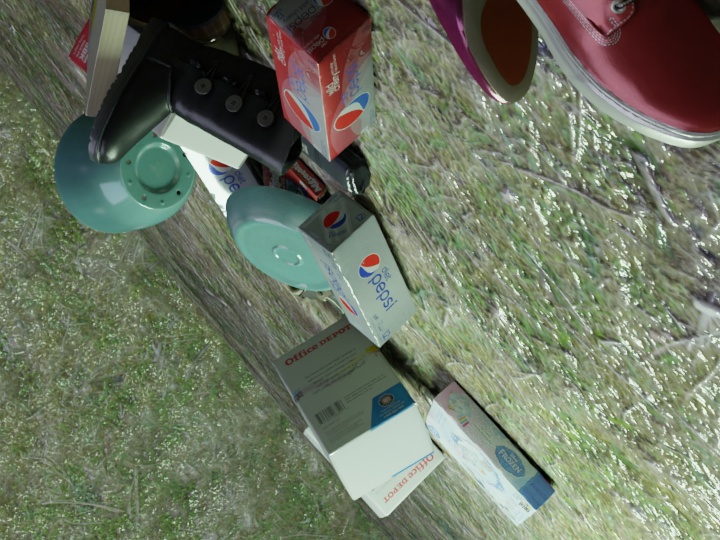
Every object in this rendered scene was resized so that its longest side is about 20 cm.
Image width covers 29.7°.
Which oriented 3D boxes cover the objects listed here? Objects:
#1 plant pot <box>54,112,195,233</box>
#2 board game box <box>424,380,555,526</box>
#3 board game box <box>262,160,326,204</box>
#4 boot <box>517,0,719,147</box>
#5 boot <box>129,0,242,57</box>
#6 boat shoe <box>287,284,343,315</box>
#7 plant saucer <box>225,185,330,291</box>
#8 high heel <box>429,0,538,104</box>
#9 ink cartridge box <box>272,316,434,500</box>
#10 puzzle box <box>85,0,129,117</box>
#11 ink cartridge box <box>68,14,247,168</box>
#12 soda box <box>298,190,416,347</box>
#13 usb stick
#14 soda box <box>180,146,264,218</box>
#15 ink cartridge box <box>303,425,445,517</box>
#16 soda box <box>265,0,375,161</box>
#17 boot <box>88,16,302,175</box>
[{"bbox_3d":[-0.344,-0.156,2.080,0.161,0.201,0.201,4,136,54],"label":"plant pot"},{"bbox_3d":[0.174,0.257,1.877,0.199,0.043,0.200,46,168,11],"label":"board game box"},{"bbox_3d":[-0.085,-0.103,1.723,0.103,0.019,0.200,48,168,10],"label":"board game box"},{"bbox_3d":[0.130,-0.159,0.681,0.200,0.072,0.144,49,167,13],"label":"boot"},{"bbox_3d":[-0.195,-0.259,1.492,0.200,0.075,0.097,32,157,48],"label":"boot"},{"bbox_3d":[-0.074,0.005,1.875,0.072,0.066,0.201,46,175,42],"label":"boat shoe"},{"bbox_3d":[-0.086,-0.030,1.712,0.199,0.036,0.200,19,151,11],"label":"plant saucer"},{"bbox_3d":[0.047,-0.197,0.847,0.096,0.067,0.201,15,131,52],"label":"high heel"},{"bbox_3d":[-0.010,0.199,2.011,0.200,0.147,0.145,56,173,39],"label":"ink cartridge box"},{"bbox_3d":[-0.267,-0.273,1.435,0.201,0.025,0.133,-100,23,-46],"label":"puzzle box"},{"bbox_3d":[-0.221,-0.215,1.578,0.200,0.083,0.147,40,-168,34],"label":"ink cartridge box"},{"bbox_3d":[0.000,0.000,1.592,0.063,0.068,0.200,37,164,37],"label":"soda box"},{"bbox_3d":[-0.062,-0.150,1.462,0.200,0.033,0.056,42,167,29],"label":"usb stick"},{"bbox_3d":[-0.179,-0.137,1.803,0.200,0.063,0.068,61,-176,-46],"label":"soda box"},{"bbox_3d":[0.022,0.291,2.274,0.200,0.148,0.086,46,169,6],"label":"ink cartridge box"},{"bbox_3d":[-0.032,-0.176,1.204,0.070,0.063,0.200,45,168,16],"label":"soda box"},{"bbox_3d":[-0.157,-0.147,1.385,0.199,0.165,0.066,26,178,5],"label":"boot"}]
